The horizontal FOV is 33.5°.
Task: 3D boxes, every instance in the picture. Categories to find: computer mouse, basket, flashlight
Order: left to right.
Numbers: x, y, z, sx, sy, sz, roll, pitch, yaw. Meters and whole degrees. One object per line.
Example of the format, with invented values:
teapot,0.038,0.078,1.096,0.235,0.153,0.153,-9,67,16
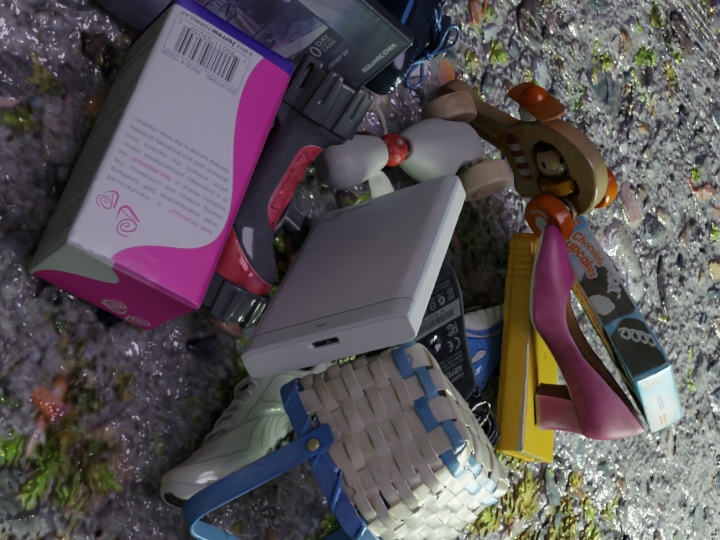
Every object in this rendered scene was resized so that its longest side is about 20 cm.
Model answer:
flashlight,-0.059,-0.056,0.895,0.201,0.068,0.068,-57,163,9
basket,-0.007,0.150,0.848,0.139,0.199,0.176,58,2,31
computer mouse,0.042,0.076,0.969,0.138,0.053,0.202,-21,110,-37

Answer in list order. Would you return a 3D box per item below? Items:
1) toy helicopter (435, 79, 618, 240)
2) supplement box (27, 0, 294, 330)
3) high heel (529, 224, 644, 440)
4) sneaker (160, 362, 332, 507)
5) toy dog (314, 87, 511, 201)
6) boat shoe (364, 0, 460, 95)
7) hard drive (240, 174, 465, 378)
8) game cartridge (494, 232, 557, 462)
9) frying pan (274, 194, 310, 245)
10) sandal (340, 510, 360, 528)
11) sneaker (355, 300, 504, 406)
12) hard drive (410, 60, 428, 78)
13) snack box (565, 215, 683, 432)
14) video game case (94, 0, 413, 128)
toy helicopter,0.141,-0.124,1.081,0.079,0.200,0.133,-37,143,-22
supplement box,-0.139,-0.073,0.844,0.101,0.103,0.201,30,64,-22
high heel,0.199,0.056,1.048,0.067,0.095,0.202,-42,130,-66
sneaker,-0.082,0.121,0.924,0.199,0.075,0.082,-24,90,-47
toy dog,0.033,-0.095,1.046,0.199,0.096,0.133,12,59,-31
boat shoe,0.051,-0.210,1.008,0.069,0.084,0.201,40,45,-20
hard drive,0.000,0.000,0.893,0.027,0.131,0.200,63,26,-23
game cartridge,0.161,0.077,1.138,0.176,0.032,0.202,35,56,-69
frying pan,-0.076,-0.042,0.971,0.115,0.031,0.191,-46,113,-37
sandal,0.022,0.220,1.007,0.212,0.069,0.078,-50,119,-36
sneaker,0.077,0.085,1.071,0.199,0.078,0.090,-13,92,-45
hard drive,-0.024,-0.227,1.040,0.199,0.026,0.133,-15,96,-44
snack box,0.231,0.039,1.106,0.201,0.037,0.116,67,5,35
video game case,-0.079,-0.190,0.892,0.200,0.143,0.019,35,36,-30
